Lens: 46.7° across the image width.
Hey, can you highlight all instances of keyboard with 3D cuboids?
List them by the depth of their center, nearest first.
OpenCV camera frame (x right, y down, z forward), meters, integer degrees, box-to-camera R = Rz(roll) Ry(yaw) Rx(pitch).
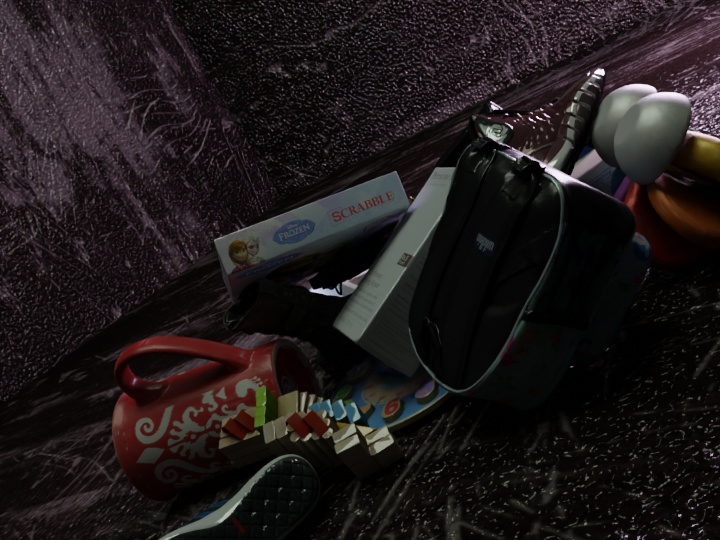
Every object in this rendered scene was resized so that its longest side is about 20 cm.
[{"bbox_3d":[0.000,0.000,0.957,0.103,0.040,0.200,-13,-10,-28],"label":"keyboard"}]

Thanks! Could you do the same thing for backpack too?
[{"bbox_3d":[0.130,0.011,0.703,0.201,0.150,0.178,-65,28,12],"label":"backpack"}]

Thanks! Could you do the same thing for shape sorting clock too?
[{"bbox_3d":[0.046,0.104,0.861,0.199,0.039,0.200,-30,11,6],"label":"shape sorting clock"}]

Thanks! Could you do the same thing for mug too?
[{"bbox_3d":[-0.161,0.151,0.902,0.199,0.178,0.134,-22,56,17],"label":"mug"}]

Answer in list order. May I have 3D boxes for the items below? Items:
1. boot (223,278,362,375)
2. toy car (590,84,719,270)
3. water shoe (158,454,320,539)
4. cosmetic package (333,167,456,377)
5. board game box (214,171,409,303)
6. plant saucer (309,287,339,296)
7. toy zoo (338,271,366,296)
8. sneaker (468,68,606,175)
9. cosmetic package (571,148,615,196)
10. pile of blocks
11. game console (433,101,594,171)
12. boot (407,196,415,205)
[{"bbox_3d":[-0.072,0.060,0.952,0.173,0.070,0.200,6,-30,-21],"label":"boot"},{"bbox_3d":[0.297,-0.076,0.780,0.200,0.174,0.151,-85,18,-73],"label":"toy car"},{"bbox_3d":[-0.117,0.235,0.699,0.199,0.072,0.079,-32,-11,-25],"label":"water shoe"},{"bbox_3d":[0.063,-0.003,0.826,0.201,0.074,0.102,-58,18,-4],"label":"cosmetic package"},{"bbox_3d":[-0.057,-0.029,0.919,0.199,0.041,0.200,-22,-8,-10],"label":"board game box"},{"bbox_3d":[0.014,0.041,1.138,0.199,0.039,0.201,-15,20,5],"label":"plant saucer"},{"bbox_3d":[0.059,0.013,1.088,0.131,0.021,0.200,-25,23,-25],"label":"toy zoo"},{"bbox_3d":[0.173,-0.153,0.844,0.115,0.076,0.200,19,49,18],"label":"sneaker"},{"bbox_3d":[0.224,-0.044,0.882,0.199,0.104,0.073,-34,10,-22],"label":"cosmetic package"},{"bbox_3d":[-0.054,0.138,0.771,0.199,0.062,0.082,-3,48,32],"label":"pile of blocks"},{"bbox_3d":[0.223,-0.116,1.027,0.176,0.199,0.117,-49,35,28],"label":"game console"},{"bbox_3d":[0.102,-0.067,1.075,0.198,0.078,0.139,-15,38,-3],"label":"boot"}]
